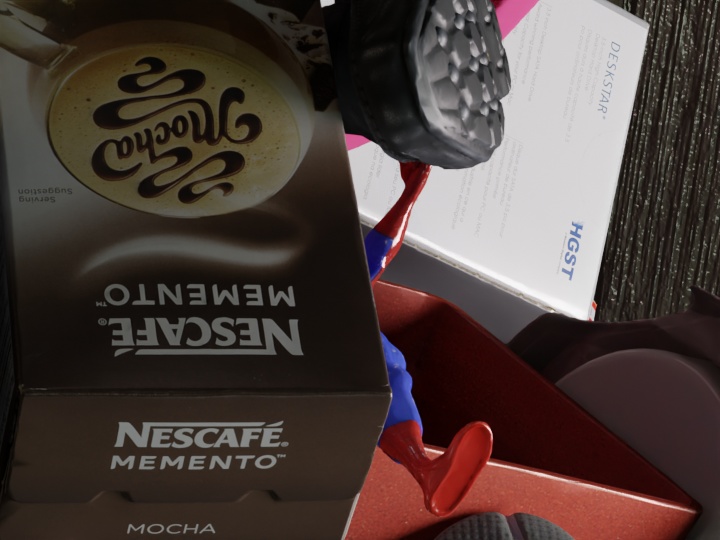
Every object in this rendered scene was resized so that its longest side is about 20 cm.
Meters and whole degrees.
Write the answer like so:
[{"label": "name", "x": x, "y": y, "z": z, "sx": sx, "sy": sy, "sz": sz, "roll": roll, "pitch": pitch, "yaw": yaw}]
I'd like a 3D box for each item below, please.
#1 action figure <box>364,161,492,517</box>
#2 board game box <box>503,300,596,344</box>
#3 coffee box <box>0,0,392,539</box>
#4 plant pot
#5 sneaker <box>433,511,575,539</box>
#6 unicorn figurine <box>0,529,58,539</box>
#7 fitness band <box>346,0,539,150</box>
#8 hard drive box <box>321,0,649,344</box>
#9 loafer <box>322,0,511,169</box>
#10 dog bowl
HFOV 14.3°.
[{"label": "action figure", "x": 0.000, "y": 0.000, "z": 1.000, "sx": 0.100, "sy": 0.065, "sz": 0.200, "roll": -66, "pitch": -157, "yaw": 10}, {"label": "board game box", "x": 0.013, "y": 0.086, "z": 1.382, "sx": 0.046, "sy": 0.199, "sz": 0.152, "roll": 50, "pitch": 32, "yaw": -32}, {"label": "coffee box", "x": -0.063, "y": -0.017, "z": 0.901, "sx": 0.080, "sy": 0.112, "sz": 0.201, "roll": 108, "pitch": -22, "yaw": -48}, {"label": "plant pot", "x": -0.024, "y": 0.110, "z": 1.126, "sx": 0.199, "sy": 0.200, "sz": 0.177, "roll": 15, "pitch": 105, "yaw": -37}, {"label": "sneaker", "x": 0.005, "y": 0.164, "z": 0.990, "sx": 0.200, "sy": 0.070, "sz": 0.081, "roll": -30, "pitch": 143, "yaw": -35}, {"label": "unicorn figurine", "x": -0.105, "y": 0.085, "z": 0.906, "sx": 0.199, "sy": 0.137, "sz": 0.074, "roll": -29, "pitch": 132, "yaw": -29}, {"label": "fitness band", "x": 0.008, "y": -0.121, "z": 1.072, "sx": 0.200, "sy": 0.038, "sz": 0.143, "roll": -47, "pitch": 142, "yaw": 19}, {"label": "hard drive box", "x": 0.021, "y": -0.075, "z": 1.295, "sx": 0.077, "sy": 0.199, "sz": 0.157, "roll": -15, "pitch": -125, "yaw": 54}, {"label": "loafer", "x": 0.011, "y": -0.067, "z": 0.982, "sx": 0.201, "sy": 0.070, "sz": 0.069, "roll": -64, "pitch": 138, "yaw": -79}, {"label": "dog bowl", "x": 0.111, "y": 0.106, "z": 1.162, "sx": 0.058, "sy": 0.199, "sz": 0.202, "roll": 25, "pitch": 71, "yaw": -39}]
